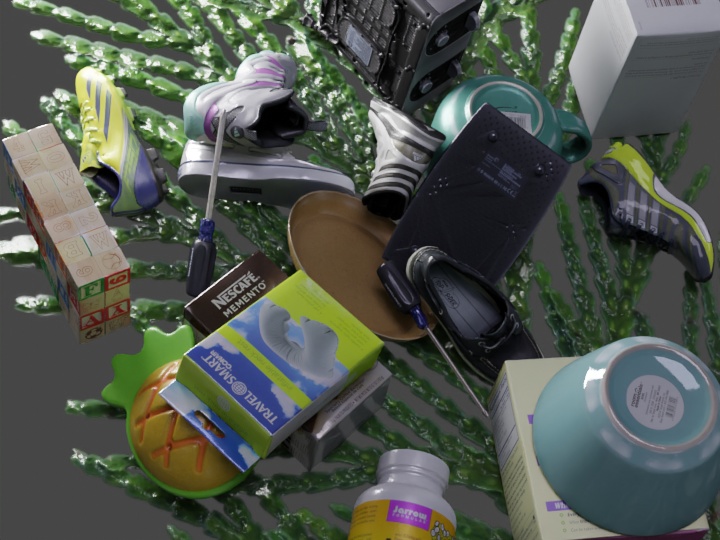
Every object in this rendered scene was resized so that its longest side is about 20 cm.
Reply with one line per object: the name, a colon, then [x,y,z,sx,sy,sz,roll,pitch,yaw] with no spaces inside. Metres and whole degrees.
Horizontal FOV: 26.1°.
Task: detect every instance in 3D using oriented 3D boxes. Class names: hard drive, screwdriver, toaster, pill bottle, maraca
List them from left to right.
maraca: [-0.176,0.140,1.550,0.137,0.107,0.200,-37,61,-10]
screwdriver: [-0.160,-0.070,1.650,0.028,0.029,0.202,9,100,1]
toaster: [0.043,-0.311,1.819,0.118,0.181,0.200,-29,67,-30]
pill bottle: [0.036,0.278,1.501,0.103,0.105,0.201,13,58,-1]
screwdriver: [0.074,0.074,1.618,0.028,0.029,0.201,0,56,-58]
hard drive: [0.123,-0.067,1.685,0.134,0.042,0.201,33,93,-14]

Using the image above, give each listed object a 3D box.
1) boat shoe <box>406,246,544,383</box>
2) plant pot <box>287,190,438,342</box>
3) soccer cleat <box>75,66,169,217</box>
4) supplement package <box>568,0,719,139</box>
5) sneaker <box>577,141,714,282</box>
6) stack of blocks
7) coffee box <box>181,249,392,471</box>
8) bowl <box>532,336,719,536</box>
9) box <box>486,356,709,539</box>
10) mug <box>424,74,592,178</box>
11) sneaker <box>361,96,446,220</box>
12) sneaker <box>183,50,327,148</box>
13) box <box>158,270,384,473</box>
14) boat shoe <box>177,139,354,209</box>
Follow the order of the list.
boat shoe: [0.130,0.053,1.640,0.074,0.066,0.200,-39,96,-10]
plant pot: [0.000,0.000,1.665,0.199,0.028,0.201,27,37,-22]
soccer cleat: [-0.285,-0.146,1.731,0.083,0.065,0.201,-24,65,-14]
supplement package: [0.333,-0.260,1.820,0.116,0.200,0.118,-6,60,-13]
sneaker: [0.327,-0.055,1.780,0.081,0.074,0.200,-32,63,-15]
stack of blocks: [-0.309,-0.039,1.631,0.058,0.115,0.201,-21,64,-21]
coffee box: [-0.079,0.091,1.609,0.200,0.080,0.113,42,61,16]
bowl: [0.277,0.144,1.509,0.199,0.105,0.202,5,58,-8]
box: [0.238,0.196,1.589,0.174,0.097,0.201,-3,60,-11]
mug: [0.165,-0.156,1.779,0.152,0.115,0.185,42,62,16]
sneaker: [0.027,-0.124,1.738,0.075,0.201,0.116,27,97,-14]
sneaker: [-0.090,-0.182,1.735,0.139,0.078,0.200,15,35,27]
box: [-0.085,0.094,1.512,0.122,0.048,0.200,40,48,14]
boat shoe: [-0.103,-0.115,1.736,0.198,0.074,0.066,8,62,-6]
